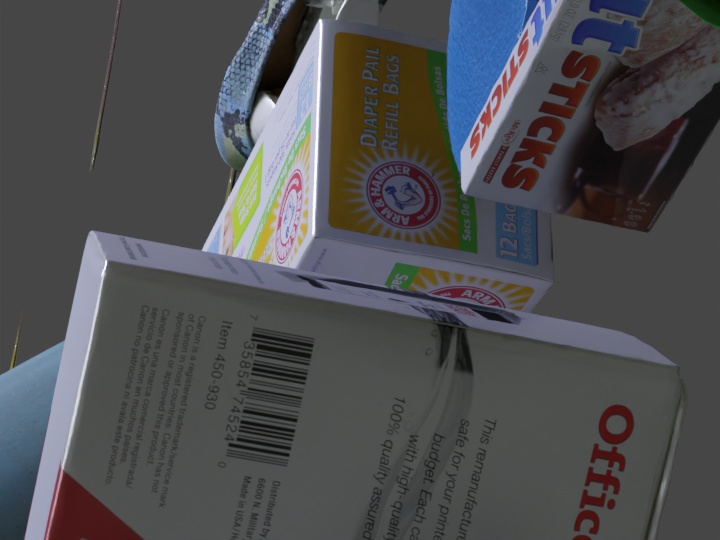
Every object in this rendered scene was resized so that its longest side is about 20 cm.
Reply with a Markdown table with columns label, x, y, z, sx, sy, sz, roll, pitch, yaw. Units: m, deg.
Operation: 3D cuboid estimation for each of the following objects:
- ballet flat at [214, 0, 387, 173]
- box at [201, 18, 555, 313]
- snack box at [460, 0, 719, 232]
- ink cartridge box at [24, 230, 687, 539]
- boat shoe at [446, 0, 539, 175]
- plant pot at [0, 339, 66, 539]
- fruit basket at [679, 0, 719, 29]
| label | x | y | z | sx | sy | sz | roll | pitch | yaw |
| --- | --- | --- | --- | --- | --- | --- | --- | --- | --- |
| ballet flat | -0.028 | -0.110 | 1.303 | 0.074 | 0.074 | 0.200 | -95 | 18 | -46 |
| box | 0.000 | 0.000 | 1.043 | 0.200 | 0.101 | 0.113 | 121 | 155 | -53 |
| snack box | 0.100 | -0.090 | 0.795 | 0.200 | 0.072 | 0.024 | 116 | 160 | -46 |
| ink cartridge box | -0.007 | 0.078 | 0.832 | 0.083 | 0.200 | 0.147 | -138 | 60 | -76 |
| boat shoe | 0.084 | -0.125 | 0.898 | 0.084 | 0.069 | 0.200 | -139 | 59 | -63 |
| plant pot | -0.151 | 0.135 | 1.033 | 0.196 | 0.200 | 0.200 | -36 | -14 | -35 |
| fruit basket | 0.144 | 0.000 | 0.467 | 0.216 | 0.155 | 0.216 | -52 | 19 | 27 |
